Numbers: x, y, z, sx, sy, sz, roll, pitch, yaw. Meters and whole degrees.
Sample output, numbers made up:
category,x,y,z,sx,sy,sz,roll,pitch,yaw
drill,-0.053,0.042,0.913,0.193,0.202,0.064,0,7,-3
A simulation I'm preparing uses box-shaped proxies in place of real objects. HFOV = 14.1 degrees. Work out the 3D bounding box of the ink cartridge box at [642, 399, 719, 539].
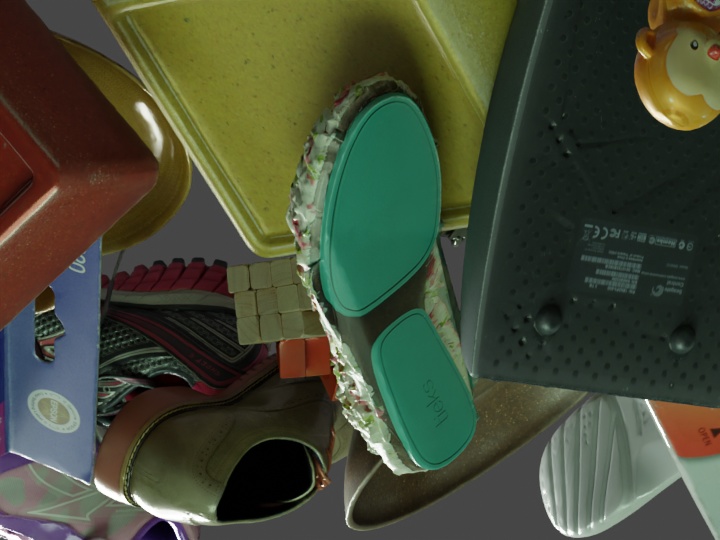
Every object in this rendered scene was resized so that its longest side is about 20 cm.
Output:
category,x,y,z,sx,sy,sz,roll,pitch,yaw
ink cartridge box,0.223,0.029,1.293,0.199,0.050,0.163,-22,129,11

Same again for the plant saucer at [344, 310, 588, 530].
category,x,y,z,sx,sy,sz,roll,pitch,yaw
plant saucer,0.065,0.047,1.366,0.200,0.037,0.201,-35,164,-11

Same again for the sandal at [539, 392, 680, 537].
category,x,y,z,sx,sy,sz,roll,pitch,yaw
sandal,0.167,0.065,1.426,0.059,0.080,0.206,3,149,-40

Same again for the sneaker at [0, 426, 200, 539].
category,x,y,z,sx,sy,sz,roll,pitch,yaw
sneaker,-0.157,0.119,1.490,0.199,0.089,0.080,-3,171,-36

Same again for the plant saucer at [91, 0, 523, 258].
category,x,y,z,sx,sy,sz,roll,pitch,yaw
plant saucer,-0.009,-0.080,1.175,0.199,0.049,0.201,-8,130,32

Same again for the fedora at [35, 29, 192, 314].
category,x,y,z,sx,sy,sz,roll,pitch,yaw
fedora,-0.173,-0.035,1.306,0.199,0.082,0.201,4,148,2

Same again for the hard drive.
category,x,y,z,sx,sy,sz,roll,pitch,yaw
hard drive,0.108,-0.052,1.136,0.134,0.201,0.042,8,-170,-29

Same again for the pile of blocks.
category,x,y,z,sx,sy,sz,roll,pitch,yaw
pile of blocks,0.001,0.027,1.317,0.081,0.063,0.200,-7,177,11

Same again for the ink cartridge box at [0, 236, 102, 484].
category,x,y,z,sx,sy,sz,roll,pitch,yaw
ink cartridge box,-0.209,0.007,1.258,0.199,0.043,0.197,22,138,14

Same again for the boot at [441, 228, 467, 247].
category,x,y,z,sx,sy,sz,roll,pitch,yaw
boot,0.102,-0.051,1.257,0.198,0.071,0.146,13,152,-3

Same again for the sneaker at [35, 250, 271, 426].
category,x,y,z,sx,sy,sz,roll,pitch,yaw
sneaker,-0.142,0.041,1.438,0.198,0.075,0.081,-4,148,18

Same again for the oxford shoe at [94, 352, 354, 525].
category,x,y,z,sx,sy,sz,roll,pitch,yaw
oxford shoe,-0.039,0.088,1.369,0.074,0.071,0.200,26,-157,28

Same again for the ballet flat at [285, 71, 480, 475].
category,x,y,z,sx,sy,sz,roll,pitch,yaw
ballet flat,0.000,0.000,1.172,0.064,0.075,0.201,35,146,42

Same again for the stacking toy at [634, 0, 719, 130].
category,x,y,z,sx,sy,sz,roll,pitch,yaw
stacking toy,0.112,-0.135,0.980,0.116,0.201,0.109,29,143,-32

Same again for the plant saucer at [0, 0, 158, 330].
category,x,y,z,sx,sy,sz,roll,pitch,yaw
plant saucer,-0.213,-0.049,1.159,0.200,0.037,0.200,-41,88,22
